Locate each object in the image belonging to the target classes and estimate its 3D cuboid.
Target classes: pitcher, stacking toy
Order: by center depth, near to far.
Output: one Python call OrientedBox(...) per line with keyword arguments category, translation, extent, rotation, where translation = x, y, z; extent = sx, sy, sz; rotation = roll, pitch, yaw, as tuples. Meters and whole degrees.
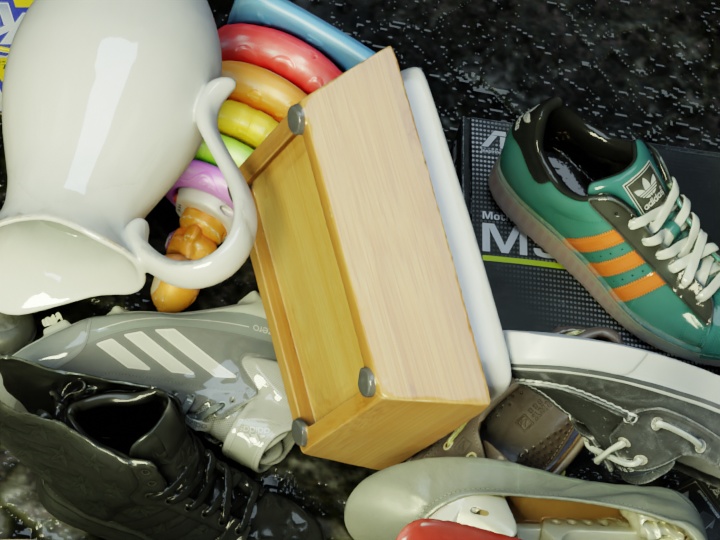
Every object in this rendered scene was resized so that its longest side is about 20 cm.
OrientedBox(category="pitcher", translation=(-0.124, -0.076, 1.394), extent=(0.171, 0.121, 0.201), rotation=(3, 58, 17))
OrientedBox(category="stacking toy", translation=(-0.075, -0.058, 1.490), extent=(0.109, 0.116, 0.200), rotation=(29, 68, 1))

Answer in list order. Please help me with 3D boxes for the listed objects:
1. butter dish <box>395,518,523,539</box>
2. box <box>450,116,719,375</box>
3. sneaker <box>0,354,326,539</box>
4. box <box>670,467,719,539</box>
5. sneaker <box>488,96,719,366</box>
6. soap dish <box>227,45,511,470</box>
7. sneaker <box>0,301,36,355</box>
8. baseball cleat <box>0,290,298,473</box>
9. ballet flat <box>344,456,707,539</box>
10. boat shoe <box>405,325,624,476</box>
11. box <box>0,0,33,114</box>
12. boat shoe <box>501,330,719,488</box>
OrientedBox(category="butter dish", translation=(0.028, 0.225, 1.270), extent=(0.200, 0.148, 0.200), rotation=(20, 85, -41))
OrientedBox(category="box", translation=(0.153, 0.006, 1.518), extent=(0.199, 0.048, 0.194), rotation=(8, 58, -8))
OrientedBox(category="sneaker", translation=(-0.108, 0.109, 1.348), extent=(0.199, 0.104, 0.060), rotation=(17, 53, -1))
OrientedBox(category="box", translation=(0.188, 0.224, 1.371), extent=(0.157, 0.050, 0.200), rotation=(-23, 63, -26))
OrientedBox(category="sneaker", translation=(0.164, -0.023, 1.463), extent=(0.200, 0.080, 0.071), rotation=(37, 56, 11))
OrientedBox(category="soap dish", translation=(0.000, 0.000, 1.359), extent=(0.081, 0.157, 0.201), rotation=(-10, 78, -24))
OrientedBox(category="sneaker", translation=(-0.256, -0.031, 1.419), extent=(0.066, 0.091, 0.200), rotation=(-33, 68, -29))
OrientedBox(category="baseball cleat", translation=(-0.101, 0.068, 1.400), extent=(0.199, 0.070, 0.107), rotation=(-13, 59, -20))
OrientedBox(category="ballet flat", translation=(0.092, 0.140, 1.331), extent=(0.199, 0.068, 0.064), rotation=(5, 23, -11))
OrientedBox(category="boat shoe", translation=(0.076, 0.108, 1.395), extent=(0.072, 0.060, 0.200), rotation=(44, 73, 1))
OrientedBox(category="box", translation=(-0.214, -0.140, 1.523), extent=(0.199, 0.064, 0.070), rotation=(11, 54, -5))
OrientedBox(category="boat shoe", translation=(0.152, 0.082, 1.362), extent=(0.199, 0.072, 0.068), rotation=(19, 81, -35))
